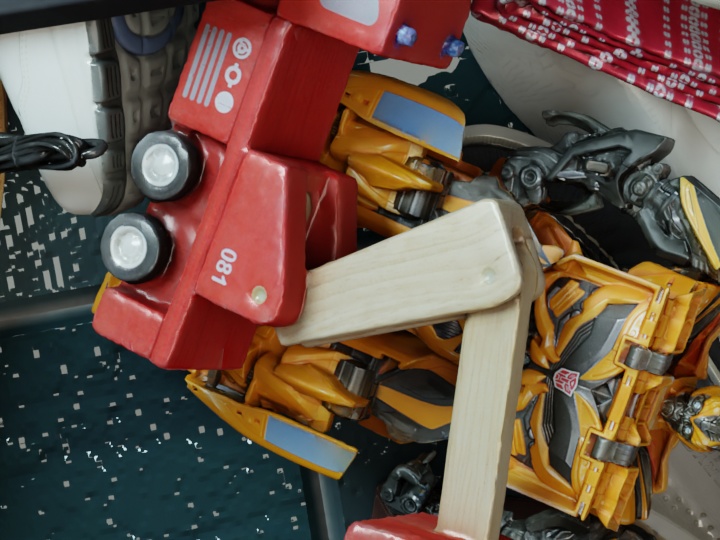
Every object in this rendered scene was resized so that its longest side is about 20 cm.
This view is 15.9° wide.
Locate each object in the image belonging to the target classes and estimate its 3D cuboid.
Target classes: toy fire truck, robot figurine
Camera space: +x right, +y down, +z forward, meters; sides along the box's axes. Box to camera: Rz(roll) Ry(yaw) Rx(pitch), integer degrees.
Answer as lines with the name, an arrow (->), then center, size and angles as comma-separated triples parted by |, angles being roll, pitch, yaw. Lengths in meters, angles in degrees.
toy fire truck -> 0.000, 0.000, 0.725 | 0.141, 0.049, 0.200 | 25, 100, 26
robot figurine -> 0.021, 0.012, 0.774 | 0.200, 0.058, 0.145 | 23, 100, 26

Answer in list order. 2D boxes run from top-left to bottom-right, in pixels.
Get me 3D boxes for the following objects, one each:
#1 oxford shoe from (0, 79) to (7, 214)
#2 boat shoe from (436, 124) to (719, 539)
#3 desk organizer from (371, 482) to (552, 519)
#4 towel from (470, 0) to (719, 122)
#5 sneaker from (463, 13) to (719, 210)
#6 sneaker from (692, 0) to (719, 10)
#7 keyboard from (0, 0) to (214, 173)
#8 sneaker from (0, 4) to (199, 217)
oxford shoe -> -0.153, 0.015, 0.787 | 0.071, 0.073, 0.200 | 16, 99, -12
boat shoe -> 0.084, 0.041, 0.828 | 0.074, 0.060, 0.200 | -30, 107, 27
desk organizer -> 0.028, 0.177, 0.850 | 0.072, 0.077, 0.200 | 7, 101, -10
towel -> 0.139, -0.104, 0.798 | 0.200, 0.022, 0.145 | 20, 64, -13
sneaker -> 0.121, -0.056, 0.826 | 0.200, 0.075, 0.089 | 38, 74, -11
sneaker -> 0.137, -0.113, 0.728 | 0.200, 0.077, 0.085 | 9, 130, -17
keyboard -> -0.118, -0.079, 0.726 | 0.200, 0.021, 0.127 | -6, 94, 27
sneaker -> -0.108, -0.110, 0.766 | 0.087, 0.075, 0.200 | -17, 88, 20
